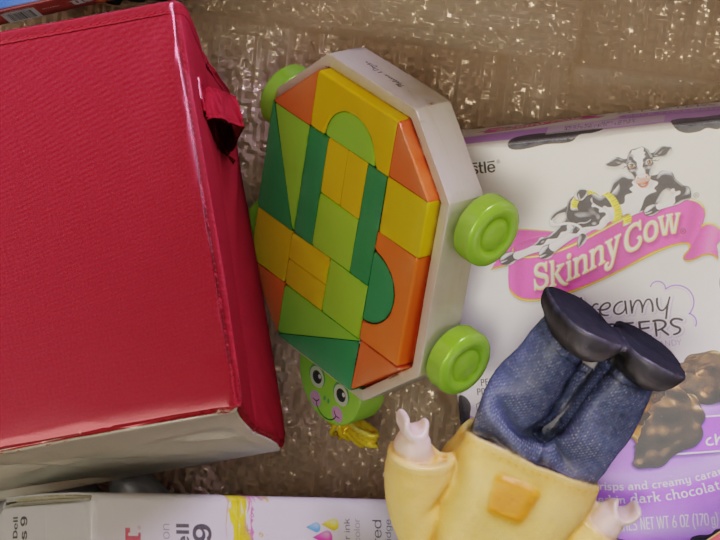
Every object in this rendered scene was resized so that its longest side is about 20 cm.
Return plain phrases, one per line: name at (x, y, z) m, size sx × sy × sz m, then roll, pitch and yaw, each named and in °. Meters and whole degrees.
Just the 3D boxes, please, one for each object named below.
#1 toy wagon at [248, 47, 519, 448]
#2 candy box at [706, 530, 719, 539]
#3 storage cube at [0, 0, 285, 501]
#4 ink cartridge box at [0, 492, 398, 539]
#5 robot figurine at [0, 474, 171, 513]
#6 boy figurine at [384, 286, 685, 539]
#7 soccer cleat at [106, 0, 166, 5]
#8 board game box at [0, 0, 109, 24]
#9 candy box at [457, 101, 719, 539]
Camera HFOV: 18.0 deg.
toy wagon at (0.000, 0.000, 1.076) m, size 0.155 × 0.039 × 0.201 m, roll 36°, pitch 127°, yaw 39°
candy box at (0.175, 0.225, 1.058) m, size 0.169 × 0.077 × 0.200 m, roll -35°, pitch 130°, yaw 14°
storage cube at (-0.141, 0.001, 1.028) m, size 0.199 × 0.171 × 0.181 m, roll -11°, pitch 79°, yaw 2°
ink cartridge box at (-0.067, 0.179, 1.062) m, size 0.087 × 0.199 × 0.146 m, roll -12°, pitch 75°, yaw 50°
robot figurine at (-0.148, 0.175, 1.141) m, size 0.169 × 0.113 × 0.200 m, roll -41°, pitch 90°, yaw 6°
boy figurine at (0.062, 0.106, 1.036) m, size 0.124 × 0.064 × 0.201 m, roll 28°, pitch 103°, yaw -15°
soccer cleat at (-0.071, -0.183, 1.095) m, size 0.199 × 0.068 × 0.074 m, roll -14°, pitch 76°, yaw 15°
board game box at (-0.137, -0.222, 1.079) m, size 0.102 × 0.019 × 0.201 m, roll -10°, pitch 75°, yaw 12°
candy box at (0.128, 0.026, 1.083) m, size 0.167 × 0.072 × 0.201 m, roll -6°, pitch 99°, yaw 13°
